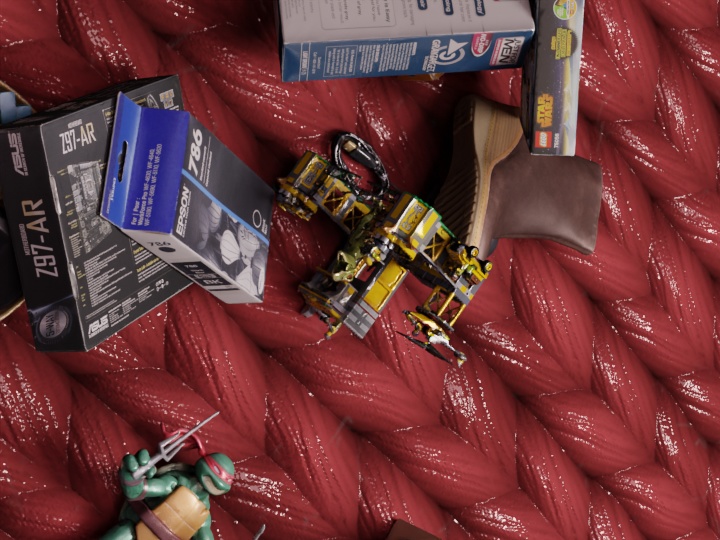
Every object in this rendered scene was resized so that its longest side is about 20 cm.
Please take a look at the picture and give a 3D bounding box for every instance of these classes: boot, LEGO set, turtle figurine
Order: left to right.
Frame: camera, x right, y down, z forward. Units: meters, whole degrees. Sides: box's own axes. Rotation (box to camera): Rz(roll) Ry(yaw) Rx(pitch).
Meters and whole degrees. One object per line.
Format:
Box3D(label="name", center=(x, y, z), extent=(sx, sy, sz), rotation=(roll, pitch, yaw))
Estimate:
Box3D(label="turtle figurine", center=(-0.154, 0.207, 1.166), extent=(0.200, 0.101, 0.150), rotation=(-45, 104, -2))
Box3D(label="LEGO set", center=(0.000, 0.000, 1.191), extent=(0.116, 0.200, 0.154), rotation=(-54, 139, -8))
Box3D(label="boot", center=(0.147, -0.050, 1.299), extent=(0.166, 0.072, 0.201), rotation=(27, 56, -26))

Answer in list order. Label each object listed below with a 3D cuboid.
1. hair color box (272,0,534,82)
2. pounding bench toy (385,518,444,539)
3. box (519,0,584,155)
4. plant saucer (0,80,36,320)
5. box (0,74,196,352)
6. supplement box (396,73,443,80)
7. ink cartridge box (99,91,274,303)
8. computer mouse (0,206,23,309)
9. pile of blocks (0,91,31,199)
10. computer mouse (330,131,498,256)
Box3D(label="hair color box", center=(0.031, -0.211, 1.175), extent=(0.199, 0.061, 0.101), rotation=(-4, 66, -6))
Box3D(label="pounding bench toy", center=(0.063, 0.350, 1.311), extent=(0.156, 0.124, 0.201), rotation=(33, 80, -32))
Box3D(label="box", center=(0.157, -0.207, 1.207), extent=(0.040, 0.137, 0.201), rotation=(2, 107, 2))
Box3D(label="plant saucer", center=(-0.312, -0.050, 1.061), extent=(0.199, 0.035, 0.201), rotation=(-5, 99, -32))
Box3D(label="box", center=(-0.182, -0.047, 1.076), extent=(0.200, 0.043, 0.161), rotation=(-41, 124, -62))
Box3D(label="supplement box", center=(0.101, -0.247, 1.280), extent=(0.200, 0.069, 0.067), rotation=(-41, 116, -23))
Box3D(label="ink cartridge box", center=(-0.125, -0.051, 1.110), extent=(0.200, 0.039, 0.100), rotation=(39, 53, -61))
Box3D(label="computer mouse", center=(-0.312, -0.043, 1.001), extent=(0.200, 0.053, 0.139), rotation=(35, 107, -30))
Box3D(label="pile of blocks", center=(-0.275, -0.115, 1.017), extent=(0.200, 0.062, 0.082), rotation=(34, 79, -32))
Box3D(label="computer mouse", center=(0.053, -0.065, 1.296), extent=(0.199, 0.034, 0.059), rotation=(28, 83, -32))
